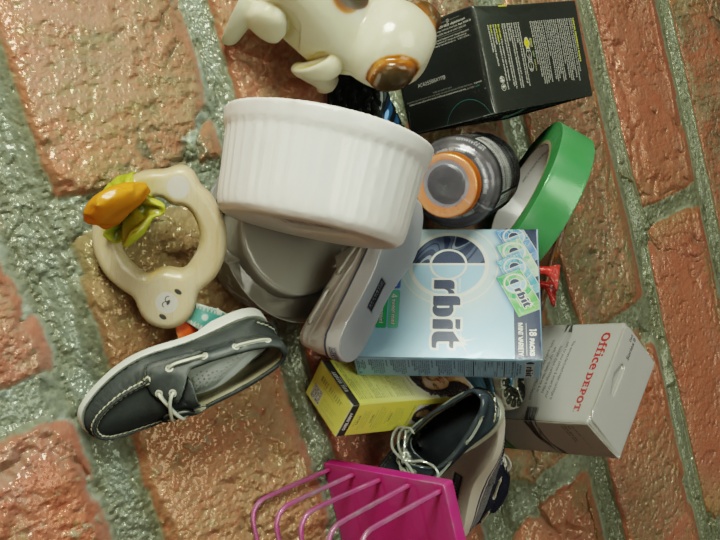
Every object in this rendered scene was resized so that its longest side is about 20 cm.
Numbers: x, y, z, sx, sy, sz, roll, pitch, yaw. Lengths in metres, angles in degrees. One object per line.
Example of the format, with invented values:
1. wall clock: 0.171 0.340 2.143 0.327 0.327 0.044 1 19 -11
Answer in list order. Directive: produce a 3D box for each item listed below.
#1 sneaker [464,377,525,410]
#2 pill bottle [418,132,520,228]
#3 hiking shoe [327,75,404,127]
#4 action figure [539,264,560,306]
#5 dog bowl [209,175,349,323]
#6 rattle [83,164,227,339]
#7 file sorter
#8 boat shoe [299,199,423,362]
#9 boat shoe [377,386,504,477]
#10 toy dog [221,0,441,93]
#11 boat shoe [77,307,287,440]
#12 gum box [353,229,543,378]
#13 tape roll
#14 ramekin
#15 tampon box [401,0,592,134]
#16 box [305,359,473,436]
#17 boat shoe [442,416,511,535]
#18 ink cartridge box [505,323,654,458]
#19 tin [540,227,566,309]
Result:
1. sneaker: 0.145 0.085 1.107 0.078 0.090 0.201 40 40 -41
2. pill bottle: 0.122 -0.108 1.039 0.200 0.106 0.107 -27 105 -69
3. hiking shoe: 0.017 -0.167 1.044 0.087 0.074 0.201 -18 95 -66
4. action figure: 0.129 0.033 1.042 0.065 0.199 0.099 78 22 -58
5. dog bowl: -0.080 -0.044 0.944 0.199 0.059 0.201 5 82 -40
6. rattle: -0.172 0.011 0.800 0.130 0.143 0.201 -14 104 -20
7. file sorter: -0.003 0.287 0.884 0.125 0.200 0.140 -17 96 -37
8. boat shoe: 0.000 0.000 0.925 0.200 0.065 0.074 -58 145 -26
9. boat shoe: 0.073 0.203 0.978 0.062 0.200 0.075 30 25 -56
10. toy dog: -0.013 -0.270 0.922 0.199 0.194 0.140 31 55 -9
11. boat shoe: -0.163 0.103 0.820 0.200 0.060 0.076 -32 137 -16
12. gum box: 0.098 0.033 0.979 0.045 0.199 0.171 80 13 -55
13. tape roll: 0.218 -0.087 1.107 0.048 0.200 0.201 28 65 -5
14. ramekin: -0.038 -0.084 0.822 0.200 0.200 0.098 14 84 -38
15. tampon box: 0.167 -0.256 1.114 0.199 0.150 0.127 -17 97 -40
16. box: 0.040 0.140 1.011 0.199 0.075 0.050 1 126 -40
17. boat shoe: 0.147 0.227 1.065 0.093 0.075 0.201 -16 130 -45
18. ink cartridge box: 0.244 0.148 1.104 0.084 0.200 0.146 46 59 -28
19. tin: 0.247 -0.026 1.183 0.112 0.042 0.200 94 17 -49
